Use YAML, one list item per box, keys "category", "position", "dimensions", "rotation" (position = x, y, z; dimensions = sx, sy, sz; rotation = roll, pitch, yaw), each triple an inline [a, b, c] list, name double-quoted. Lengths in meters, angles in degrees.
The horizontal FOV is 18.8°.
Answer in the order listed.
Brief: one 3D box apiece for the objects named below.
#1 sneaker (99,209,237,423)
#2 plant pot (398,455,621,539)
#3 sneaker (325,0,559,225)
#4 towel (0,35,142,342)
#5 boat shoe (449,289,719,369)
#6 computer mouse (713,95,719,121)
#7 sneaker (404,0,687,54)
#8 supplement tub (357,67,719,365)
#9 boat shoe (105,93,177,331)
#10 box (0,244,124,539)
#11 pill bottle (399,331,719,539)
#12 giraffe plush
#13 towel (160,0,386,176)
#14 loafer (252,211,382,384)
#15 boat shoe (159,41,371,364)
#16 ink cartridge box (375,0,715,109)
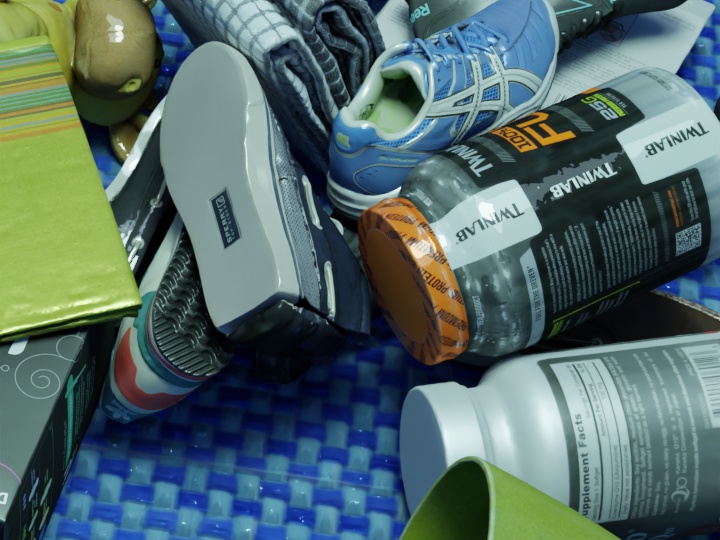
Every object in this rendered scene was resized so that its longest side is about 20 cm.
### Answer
- category: "sneaker"
  position: [-0.105, 0.013, 1.285]
  dimensions: [0.070, 0.093, 0.200]
  rotation: [39, 35, -15]
- category: "plant pot"
  position: [0.115, 0.217, 1.112]
  dimensions: [0.200, 0.187, 0.187]
  rotation: [22, 48, -12]
- category: "sneaker"
  position: [0.055, -0.111, 1.326]
  dimensions: [0.076, 0.077, 0.200]
  rotation: [28, 59, 27]
- category: "towel"
  position: [-0.188, -0.048, 1.204]
  dimensions: [0.086, 0.018, 0.200]
  rotation: [-13, 57, -16]
- category: "boat shoe"
  position: [0.137, 0.028, 1.325]
  dimensions: [0.202, 0.075, 0.075]
  rotation: [5, 49, -7]
- category: "computer mouse"
  position: [0.284, -0.041, 1.448]
  dimensions: [0.059, 0.034, 0.200]
  rotation: [4, 52, -30]
- category: "sneaker"
  position: [0.128, -0.171, 1.452]
  dimensions: [0.200, 0.075, 0.079]
  rotation: [-6, 66, -6]
- category: "supplement tub"
  position: [0.107, -0.028, 1.244]
  dimensions: [0.200, 0.123, 0.123]
  rotation: [-24, 57, -18]
- category: "boat shoe"
  position: [-0.124, -0.044, 1.341]
  dimensions: [0.060, 0.074, 0.200]
  rotation: [26, 53, 12]
- category: "box"
  position: [-0.230, 0.073, 1.186]
  dimensions: [0.148, 0.124, 0.200]
  rotation: [16, 49, 3]
- category: "pill bottle"
  position: [0.130, 0.101, 1.236]
  dimensions: [0.200, 0.116, 0.116]
  rotation: [-6, 51, -15]
- category: "giraffe plush"
  position: [-0.197, -0.134, 1.376]
  dimensions: [0.162, 0.173, 0.200]
  rotation: [5, 14, -20]
- category: "towel"
  position: [-0.052, -0.158, 1.367]
  dimensions: [0.086, 0.200, 0.166]
  rotation: [-43, 63, -4]
- category: "loafer"
  position: [0.000, 0.000, 1.328]
  dimensions: [0.070, 0.068, 0.201]
  rotation: [21, 45, 19]
- category: "boat shoe"
  position: [-0.053, -0.034, 1.254]
  dimensions: [0.093, 0.075, 0.200]
  rotation: [26, 44, -47]
- category: "ink cartridge box"
  position: [0.122, -0.157, 1.502]
  dimensions: [0.200, 0.045, 0.176]
  rotation: [26, 51, 11]
